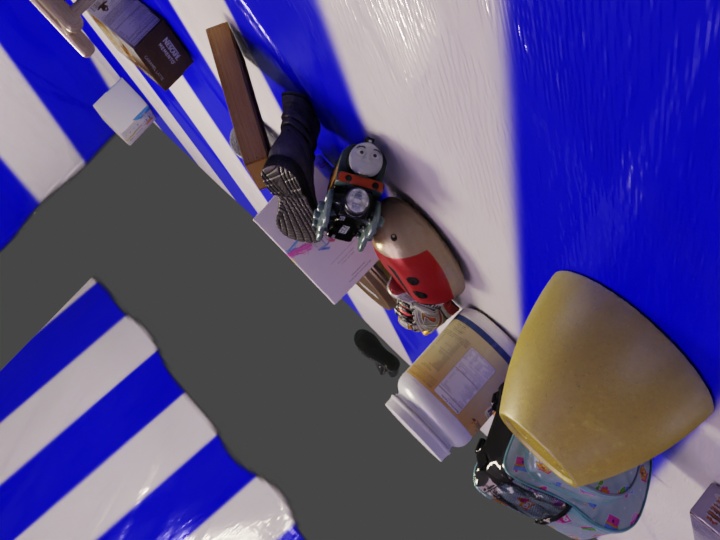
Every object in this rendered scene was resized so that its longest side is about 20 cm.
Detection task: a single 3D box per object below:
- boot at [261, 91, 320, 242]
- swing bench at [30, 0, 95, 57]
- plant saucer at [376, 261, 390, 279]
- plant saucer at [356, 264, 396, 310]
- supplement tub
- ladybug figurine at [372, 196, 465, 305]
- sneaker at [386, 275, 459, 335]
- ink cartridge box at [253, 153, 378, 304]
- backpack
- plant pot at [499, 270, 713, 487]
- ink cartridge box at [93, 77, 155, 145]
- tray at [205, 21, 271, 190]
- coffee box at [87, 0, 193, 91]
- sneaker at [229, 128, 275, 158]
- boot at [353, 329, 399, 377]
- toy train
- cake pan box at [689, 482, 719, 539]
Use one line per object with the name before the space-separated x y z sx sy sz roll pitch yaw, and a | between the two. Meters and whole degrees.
boot | -0.076 -0.136 1.186 0.068 0.134 0.201 7 151 8
swing bench | -0.230 -0.324 0.710 0.200 0.199 0.130 45 173 -11
plant saucer | 0.016 -0.039 1.523 0.200 0.048 0.200 48 173 -18
plant saucer | 0.000 0.000 1.526 0.200 0.029 0.200 44 172 7
supplement tub | 0.146 0.174 1.338 0.144 0.200 0.145 43 173 6
ladybug figurine | 0.075 -0.016 1.197 0.135 0.072 0.201 37 170 46
sneaker | 0.089 0.057 1.345 0.078 0.082 0.199 45 -174 30
ink cartridge box | -0.059 -0.074 1.315 0.200 0.125 0.129 45 -170 -3
backpack | 0.260 0.223 1.061 0.198 0.178 0.153 35 145 -13
plant pot | 0.218 0.123 0.859 0.200 0.142 0.200 45 174 6
ink cartridge box | -0.852 -0.572 3.175 0.145 0.147 0.200 44 173 -2
tray | -0.158 -0.222 1.190 0.099 0.036 0.204 69 -176 -75
coffee box | -0.409 -0.434 1.623 0.199 0.080 0.115 41 172 35
sneaker | -0.159 -0.198 1.556 0.200 0.075 0.087 42 178 28
boot | 0.056 0.297 3.088 0.199 0.077 0.168 38 168 7
toy train | -0.011 -0.094 1.096 0.083 0.117 0.200 13 172 -5
cake pan box | 0.482 0.357 1.026 0.199 0.052 0.185 41 173 38
